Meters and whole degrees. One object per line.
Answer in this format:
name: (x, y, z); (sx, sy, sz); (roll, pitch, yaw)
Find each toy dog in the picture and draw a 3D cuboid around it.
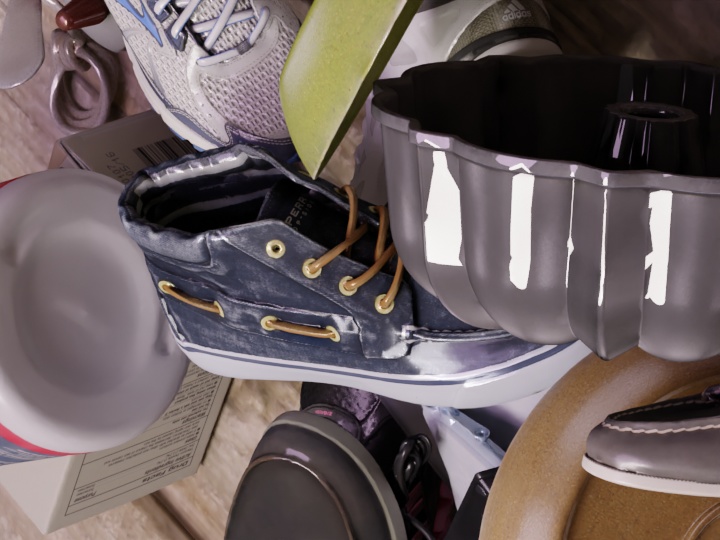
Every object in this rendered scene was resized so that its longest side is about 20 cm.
toy dog: (-0.141, -0.130, 1.316); (0.200, 0.096, 0.133); (-17, 93, 51)

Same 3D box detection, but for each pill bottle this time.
pill bottle: (-0.175, 0.028, 1.247); (0.199, 0.119, 0.120); (-11, 98, 50)

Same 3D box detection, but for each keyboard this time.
keyboard: (0.046, 0.126, 1.178); (0.127, 0.021, 0.200); (52, 158, 16)

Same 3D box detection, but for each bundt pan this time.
bundt pan: (0.100, -0.021, 1.003); (0.201, 0.201, 0.076); (18, 112, 43)

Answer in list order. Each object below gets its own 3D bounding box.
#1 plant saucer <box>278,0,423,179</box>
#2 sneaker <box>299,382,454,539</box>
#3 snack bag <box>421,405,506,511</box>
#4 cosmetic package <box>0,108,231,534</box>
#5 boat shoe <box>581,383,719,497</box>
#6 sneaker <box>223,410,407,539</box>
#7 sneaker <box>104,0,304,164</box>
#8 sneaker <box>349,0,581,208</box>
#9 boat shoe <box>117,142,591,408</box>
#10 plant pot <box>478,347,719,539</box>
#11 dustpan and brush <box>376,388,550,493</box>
plant saucer: (0.020, -0.127, 1.017); (0.031, 0.200, 0.200); (29, 133, 0)
sneaker: (-0.007, 0.113, 1.273); (0.079, 0.095, 0.201); (11, 113, 49)
snack bag: (0.095, 0.166, 1.161); (0.188, 0.021, 0.201); (40, 154, 48)
cosmetic package: (-0.109, 0.021, 1.342); (0.073, 0.103, 0.201); (46, 134, 26)
boat shoe: (0.175, 0.048, 0.983); (0.067, 0.199, 0.057); (-140, 53, -79)
sneaker: (-0.037, 0.162, 1.186); (0.074, 0.106, 0.201); (19, 126, 24)
sneaker: (-0.083, -0.128, 1.194); (0.200, 0.077, 0.085); (52, 175, 14)
sneaker: (0.029, -0.068, 1.190); (0.201, 0.075, 0.116); (-59, 43, 50)
boat shoe: (0.000, 0.000, 1.118); (0.199, 0.071, 0.091); (0, 140, 25)
plant pot: (0.140, 0.113, 1.027); (0.027, 0.199, 0.201); (170, 80, -75)
dustpan and brush: (0.096, 0.043, 1.156); (0.140, 0.057, 0.200); (52, 147, -8)
